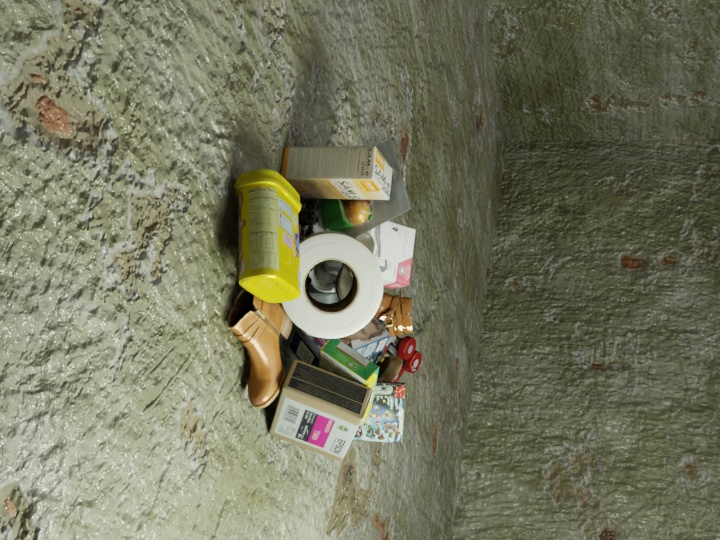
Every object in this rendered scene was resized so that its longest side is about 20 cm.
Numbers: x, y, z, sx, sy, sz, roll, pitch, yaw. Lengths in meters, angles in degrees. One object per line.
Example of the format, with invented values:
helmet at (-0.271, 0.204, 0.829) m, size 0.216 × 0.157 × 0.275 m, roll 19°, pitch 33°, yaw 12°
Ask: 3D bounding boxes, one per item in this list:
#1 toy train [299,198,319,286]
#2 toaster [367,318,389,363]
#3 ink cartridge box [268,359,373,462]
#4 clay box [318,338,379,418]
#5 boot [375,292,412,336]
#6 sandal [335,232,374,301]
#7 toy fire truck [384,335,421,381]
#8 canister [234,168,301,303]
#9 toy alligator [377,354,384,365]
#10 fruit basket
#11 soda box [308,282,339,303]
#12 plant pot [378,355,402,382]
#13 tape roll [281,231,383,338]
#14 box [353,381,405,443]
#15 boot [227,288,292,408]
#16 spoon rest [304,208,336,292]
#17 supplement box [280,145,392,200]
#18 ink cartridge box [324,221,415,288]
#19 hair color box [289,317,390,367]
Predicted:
toy train at (-0.119, -0.056, 1.583) m, size 0.034 × 0.045 × 0.202 m, roll 56°, pitch 38°, yaw -71°
toaster at (-0.019, 0.177, 1.757) m, size 0.200 × 0.128 × 0.114 m, roll -61°, pitch 157°, yaw -50°
ink cartridge box at (-0.081, 0.278, 1.464) m, size 0.201 × 0.164 × 0.075 m, roll 110°, pitch 2°, yaw -49°
clay box at (-0.029, 0.231, 1.507) m, size 0.048 × 0.115 × 0.201 m, roll -45°, pitch 157°, yaw -33°
boot at (0.057, 0.157, 1.918) m, size 0.077 × 0.154 × 0.202 m, roll 92°, pitch 1°, yaw -78°
sandal at (0.000, 0.000, 1.662) m, size 0.081 × 0.054 × 0.201 m, roll 31°, pitch 61°, yaw -26°
toy fire truck at (0.079, 0.264, 2.116) m, size 0.168 × 0.112 × 0.200 m, roll -56°, pitch 148°, yaw -22°
canister at (-0.162, -0.058, 1.338) m, size 0.149 × 0.086 × 0.202 m, roll 45°, pitch 38°, yaw -62°
toy alligator at (0.003, 0.241, 1.833) m, size 0.200 × 0.059 × 0.054 m, roll -51°, pitch -173°, yaw -12°
fruit basket at (0.008, -0.165, 1.628) m, size 0.094 × 0.199 × 0.186 m, roll 35°, pitch 35°, yaw -56°
soda box at (-0.058, 0.072, 1.744) m, size 0.200 × 0.063 × 0.069 m, roll -17°, pitch 109°, yaw -69°
plant pot at (0.022, 0.279, 1.869) m, size 0.028 × 0.200 × 0.200 m, roll 48°, pitch 33°, yaw -9°
tape roll at (-0.060, 0.024, 1.476) m, size 0.139 × 0.201 × 0.205 m, roll -141°, pitch -127°, yaw -84°
box at (0.004, 0.327, 1.753) m, size 0.040 × 0.198 × 0.138 m, roll 23°, pitch 70°, yaw -87°
boot at (-0.191, 0.137, 1.372) m, size 0.155 × 0.076 × 0.201 m, roll 52°, pitch 51°, yaw -55°
spoon rest at (-0.095, -0.047, 1.656) m, size 0.099 × 0.060 × 0.202 m, roll 9°, pitch 71°, yaw -71°
supplement box at (-0.047, -0.198, 1.536) m, size 0.126 × 0.198 × 0.074 m, roll 36°, pitch 59°, yaw -66°
ink cartridge box at (0.024, -0.050, 1.778) m, size 0.199 × 0.085 × 0.147 m, roll 14°, pitch 77°, yaw -30°
hair color box at (-0.043, 0.151, 1.615) m, size 0.199 × 0.100 × 0.061 m, roll -17°, pitch 144°, yaw -41°
